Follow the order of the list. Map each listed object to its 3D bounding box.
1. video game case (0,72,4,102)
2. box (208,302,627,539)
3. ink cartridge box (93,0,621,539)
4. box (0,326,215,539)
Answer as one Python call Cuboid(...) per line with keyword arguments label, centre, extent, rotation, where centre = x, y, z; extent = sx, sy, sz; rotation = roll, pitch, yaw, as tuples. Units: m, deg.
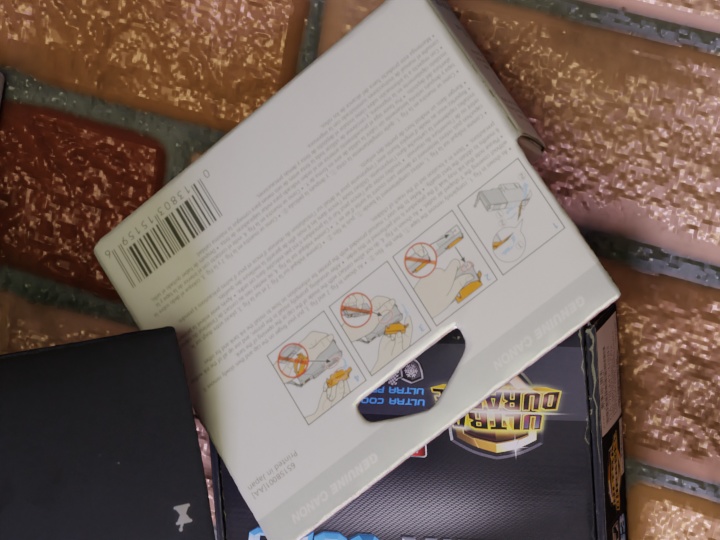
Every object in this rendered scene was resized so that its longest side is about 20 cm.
Cuboid(label="video game case", centre=(-0.288, -0.042, 1.128), extent=(0.198, 0.023, 0.183), rotation=(18, 108, 17))
Cuboid(label="box", centre=(0.027, 0.113, 1.028), extent=(0.198, 0.050, 0.201), rotation=(1, 102, 22))
Cuboid(label="ink cartridge box", centre=(0.000, 0.000, 0.973), extent=(0.200, 0.043, 0.174), rotation=(-38, 72, 15))
Cuboid(label="box", centre=(-0.179, 0.097, 0.999), extent=(0.199, 0.147, 0.105), rotation=(-16, 84, 56))
